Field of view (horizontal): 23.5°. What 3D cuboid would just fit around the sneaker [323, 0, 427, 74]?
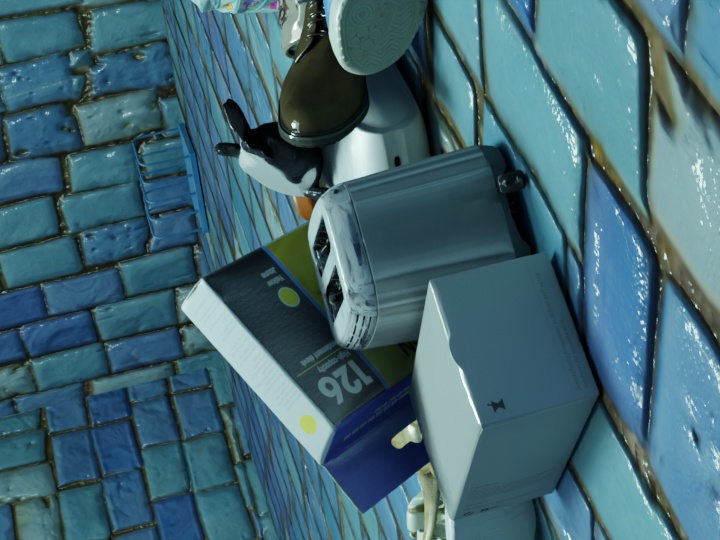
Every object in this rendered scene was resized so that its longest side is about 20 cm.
[{"bbox_3d":[-0.003,-0.251,1.269,0.111,0.076,0.201,-123,25,-48],"label":"sneaker"}]

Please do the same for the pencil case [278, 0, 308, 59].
[{"bbox_3d":[-0.052,-0.282,1.527,0.089,0.078,0.201,-26,76,63],"label":"pencil case"}]

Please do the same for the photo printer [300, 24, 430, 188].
[{"bbox_3d":[0.009,-0.101,1.443,0.200,0.069,0.167,-115,14,-49],"label":"photo printer"}]

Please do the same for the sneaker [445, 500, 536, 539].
[{"bbox_3d":[0.092,0.225,1.337,0.088,0.075,0.201,23,128,63],"label":"sneaker"}]

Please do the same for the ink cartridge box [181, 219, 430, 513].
[{"bbox_3d":[-0.002,0.055,1.289,0.200,0.197,0.047,46,128,10],"label":"ink cartridge box"}]

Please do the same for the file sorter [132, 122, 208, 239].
[{"bbox_3d":[-0.410,-0.187,3.727,0.139,0.122,0.201,-115,14,-54],"label":"file sorter"}]

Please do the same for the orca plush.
[{"bbox_3d":[-0.070,-0.115,1.446,0.071,0.105,0.200,-67,-21,-5],"label":"orca plush"}]

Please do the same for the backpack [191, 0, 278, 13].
[{"bbox_3d":[-0.124,-0.330,1.764,0.200,0.126,0.168,-125,26,-59],"label":"backpack"}]

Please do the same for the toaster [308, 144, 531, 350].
[{"bbox_3d":[0.039,-0.012,1.198,0.200,0.129,0.114,117,138,-76],"label":"toaster"}]

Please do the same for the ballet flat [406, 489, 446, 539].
[{"bbox_3d":[0.077,0.215,1.474,0.200,0.073,0.073,-129,27,-70],"label":"ballet flat"}]

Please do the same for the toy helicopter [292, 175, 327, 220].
[{"bbox_3d":[0.000,0.000,1.600,0.132,0.079,0.201,48,-146,-60],"label":"toy helicopter"}]

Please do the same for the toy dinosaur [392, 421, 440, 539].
[{"bbox_3d":[0.058,0.145,1.398,0.101,0.058,0.201,-2,106,50],"label":"toy dinosaur"}]

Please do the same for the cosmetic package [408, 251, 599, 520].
[{"bbox_3d":[0.090,0.082,1.159,0.200,0.084,0.108,99,155,-66],"label":"cosmetic package"}]

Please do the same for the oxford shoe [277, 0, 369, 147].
[{"bbox_3d":[-0.026,-0.171,1.339,0.200,0.072,0.085,-76,-16,-46],"label":"oxford shoe"}]
